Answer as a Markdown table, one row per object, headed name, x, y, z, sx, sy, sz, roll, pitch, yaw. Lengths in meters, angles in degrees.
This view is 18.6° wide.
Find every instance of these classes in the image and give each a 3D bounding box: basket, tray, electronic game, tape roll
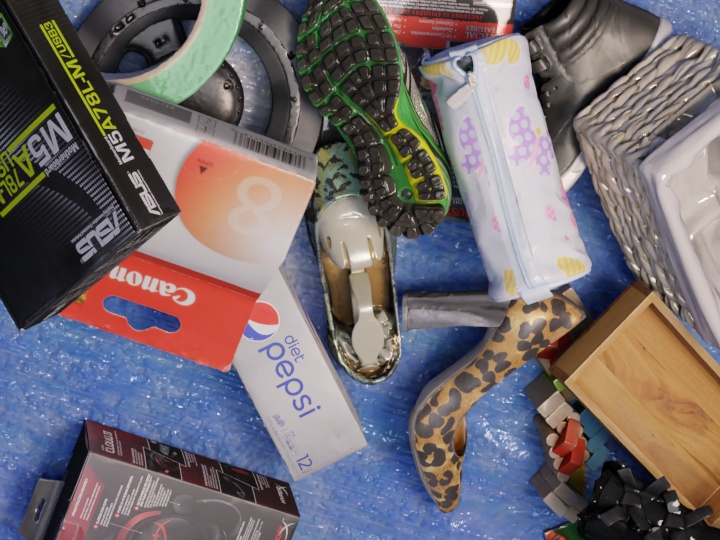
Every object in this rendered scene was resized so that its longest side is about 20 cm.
| name | x | y | z | sx | sy | sz | roll | pitch | yaw |
| --- | --- | --- | --- | --- | --- | --- | --- | --- | --- |
| basket | 0.261 | -0.061 | 1.666 | 0.135 | 0.123 | 0.200 | -39 | 130 | -13 |
| tray | 0.248 | 0.110 | 1.742 | 0.099 | 0.037 | 0.200 | -46 | 117 | -2 |
| electronic game | -0.127 | -0.129 | 1.657 | 0.200 | 0.042 | 0.200 | -1 | 102 | -3 |
| tape roll | -0.181 | -0.210 | 1.591 | 0.200 | 0.048 | 0.201 | 0 | 102 | 1 |

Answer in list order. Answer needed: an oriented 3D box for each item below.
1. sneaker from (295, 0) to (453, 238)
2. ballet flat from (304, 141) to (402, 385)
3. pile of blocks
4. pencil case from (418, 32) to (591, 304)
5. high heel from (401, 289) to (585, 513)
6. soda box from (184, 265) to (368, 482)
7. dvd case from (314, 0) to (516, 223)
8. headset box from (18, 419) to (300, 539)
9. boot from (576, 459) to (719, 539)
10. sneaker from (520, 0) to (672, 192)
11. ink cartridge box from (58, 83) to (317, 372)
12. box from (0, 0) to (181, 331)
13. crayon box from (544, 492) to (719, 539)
| name | x | y | z | sx | sy | sz | roll | pitch | yaw |
| --- | --- | --- | --- | --- | --- | --- | --- | --- | --- |
| sneaker | 0.012 | -0.122 | 1.650 | 0.078 | 0.085 | 0.200 | -19 | 96 | 15 |
| ballet flat | 0.000 | 0.000 | 1.692 | 0.074 | 0.074 | 0.200 | -14 | 117 | -5 |
| pile of blocks | 0.176 | 0.115 | 1.776 | 0.082 | 0.062 | 0.200 | -11 | 109 | -6 |
| pencil case | 0.109 | -0.077 | 1.633 | 0.083 | 0.091 | 0.200 | -17 | 97 | -2 |
| high heel | 0.110 | 0.105 | 1.735 | 0.142 | 0.071 | 0.200 | -2 | 114 | 10 |
| soda box | -0.067 | 0.060 | 1.715 | 0.068 | 0.063 | 0.200 | -27 | 109 | 1 |
| dvd case | 0.040 | -0.137 | 1.695 | 0.146 | 0.022 | 0.200 | 2 | 106 | -10 |
| headset box | -0.169 | 0.217 | 1.741 | 0.200 | 0.075 | 0.149 | 18 | 103 | -15 |
| boot | 0.254 | 0.232 | 1.749 | 0.162 | 0.198 | 0.073 | 23 | 67 | 17 |
| sneaker | 0.145 | -0.133 | 1.693 | 0.099 | 0.071 | 0.200 | 32 | 96 | -13 |
| ink cartridge box | -0.140 | -0.021 | 1.608 | 0.162 | 0.050 | 0.200 | 19 | 115 | -9 |
| box | -0.233 | -0.078 | 1.555 | 0.047 | 0.200 | 0.193 | -25 | 85 | -40 |
| crayon box | 0.267 | 0.248 | 1.840 | 0.200 | 0.051 | 0.127 | -20 | 110 | -3 |
